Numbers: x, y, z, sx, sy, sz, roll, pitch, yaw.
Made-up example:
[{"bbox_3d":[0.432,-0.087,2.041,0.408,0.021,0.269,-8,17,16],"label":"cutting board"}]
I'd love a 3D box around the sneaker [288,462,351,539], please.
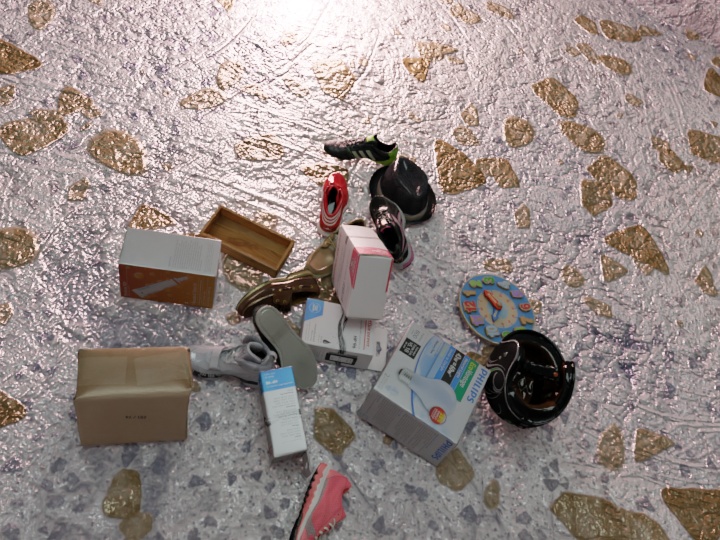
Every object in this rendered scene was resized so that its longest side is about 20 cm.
[{"bbox_3d":[-0.071,0.456,1.350,0.086,0.074,0.201,22,52,0],"label":"sneaker"}]

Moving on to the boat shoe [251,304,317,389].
[{"bbox_3d":[-0.158,0.157,1.505,0.074,0.060,0.201,-40,108,-16],"label":"boat shoe"}]

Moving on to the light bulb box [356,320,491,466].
[{"bbox_3d":[0.132,0.253,1.513,0.199,0.125,0.199,32,53,4],"label":"light bulb box"}]

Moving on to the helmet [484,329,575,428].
[{"bbox_3d":[0.354,0.230,1.558,0.197,0.191,0.203,0,92,-3],"label":"helmet"}]

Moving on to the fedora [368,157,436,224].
[{"bbox_3d":[0.118,-0.218,1.874,0.198,0.092,0.203,8,53,-11],"label":"fedora"}]

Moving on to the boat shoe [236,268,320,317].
[{"bbox_3d":[-0.176,0.059,1.607,0.199,0.072,0.068,-22,61,-31],"label":"boat shoe"}]

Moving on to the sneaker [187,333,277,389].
[{"bbox_3d":[-0.261,0.172,1.474,0.197,0.115,0.076,15,52,-4],"label":"sneaker"}]

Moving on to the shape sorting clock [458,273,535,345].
[{"bbox_3d":[0.327,0.091,1.745,0.197,0.039,0.202,7,54,-10],"label":"shape sorting clock"}]

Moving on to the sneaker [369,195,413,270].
[{"bbox_3d":[0.070,-0.106,1.766,0.080,0.086,0.201,-31,60,11],"label":"sneaker"}]

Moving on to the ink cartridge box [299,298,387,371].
[{"bbox_3d":[-0.031,0.141,1.590,0.197,0.068,0.117,11,53,-8],"label":"ink cartridge box"}]

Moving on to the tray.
[{"bbox_3d":[-0.263,-0.068,1.697,0.198,0.037,0.099,25,53,4],"label":"tray"}]

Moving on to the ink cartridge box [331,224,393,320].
[{"bbox_3d":[0.000,0.000,1.600,0.082,0.148,0.200,5,20,-14],"label":"ink cartridge box"}]

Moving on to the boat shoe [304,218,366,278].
[{"bbox_3d":[-0.057,-0.059,1.728,0.074,0.067,0.200,36,54,12],"label":"boat shoe"}]

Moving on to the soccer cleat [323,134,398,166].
[{"bbox_3d":[0.003,-0.326,1.928,0.197,0.081,0.068,7,53,-11],"label":"soccer cleat"}]

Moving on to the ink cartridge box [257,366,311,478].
[{"bbox_3d":[-0.147,0.297,1.396,0.066,0.116,0.202,-8,72,-13],"label":"ink cartridge box"}]

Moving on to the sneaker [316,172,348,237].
[{"bbox_3d":[-0.057,-0.188,1.790,0.077,0.116,0.202,9,53,-9],"label":"sneaker"}]

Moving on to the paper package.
[{"bbox_3d":[-0.413,0.232,1.340,0.197,0.192,0.104,0,50,-16],"label":"paper package"}]

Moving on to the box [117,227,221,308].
[{"bbox_3d":[-0.403,-0.004,1.555,0.197,0.125,0.098,8,53,-9],"label":"box"}]
